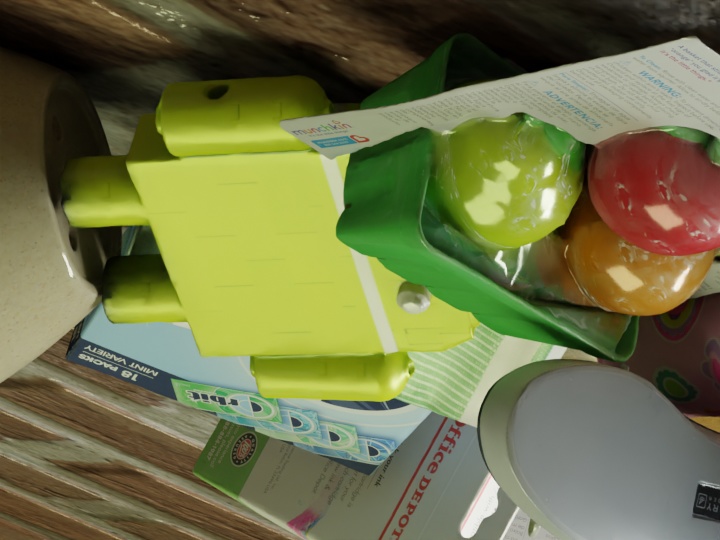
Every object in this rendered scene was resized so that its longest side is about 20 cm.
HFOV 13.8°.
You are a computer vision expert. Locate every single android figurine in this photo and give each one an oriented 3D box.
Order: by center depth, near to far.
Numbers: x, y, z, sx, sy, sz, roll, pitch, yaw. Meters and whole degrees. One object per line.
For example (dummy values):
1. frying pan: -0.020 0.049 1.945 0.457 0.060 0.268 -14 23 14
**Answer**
1. android figurine: -0.023 -0.013 1.266 0.199 0.041 0.183 1 136 17

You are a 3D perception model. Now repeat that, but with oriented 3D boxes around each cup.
1. cup: -0.189 -0.025 1.326 0.142 0.202 0.200 -9 159 13

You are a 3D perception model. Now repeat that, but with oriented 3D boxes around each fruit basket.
1. fruit basket: 0.099 -0.037 1.114 0.199 0.094 0.185 -17 146 41

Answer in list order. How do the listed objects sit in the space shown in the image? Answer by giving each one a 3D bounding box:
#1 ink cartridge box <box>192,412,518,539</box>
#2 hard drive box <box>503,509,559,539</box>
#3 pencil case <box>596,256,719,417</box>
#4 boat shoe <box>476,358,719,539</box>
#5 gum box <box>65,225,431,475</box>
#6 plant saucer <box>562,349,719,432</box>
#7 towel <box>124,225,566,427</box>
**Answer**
1. ink cartridge box: 0.022 0.102 1.557 0.199 0.118 0.067 25 173 40
2. hard drive box: 0.089 0.187 1.708 0.155 0.201 0.077 19 166 -1
3. pencil case: 0.193 0.031 1.204 0.199 0.088 0.087 9 163 38
4. boat shoe: 0.104 0.078 1.212 0.201 0.075 0.086 17 175 -41
5. gum box: -0.033 0.017 1.425 0.169 0.045 0.200 21 149 -11
6. plant saucer: 0.139 0.054 1.473 0.199 0.036 0.200 18 167 4
7. towel: 0.000 0.000 1.318 0.199 0.023 0.153 18 137 -7
